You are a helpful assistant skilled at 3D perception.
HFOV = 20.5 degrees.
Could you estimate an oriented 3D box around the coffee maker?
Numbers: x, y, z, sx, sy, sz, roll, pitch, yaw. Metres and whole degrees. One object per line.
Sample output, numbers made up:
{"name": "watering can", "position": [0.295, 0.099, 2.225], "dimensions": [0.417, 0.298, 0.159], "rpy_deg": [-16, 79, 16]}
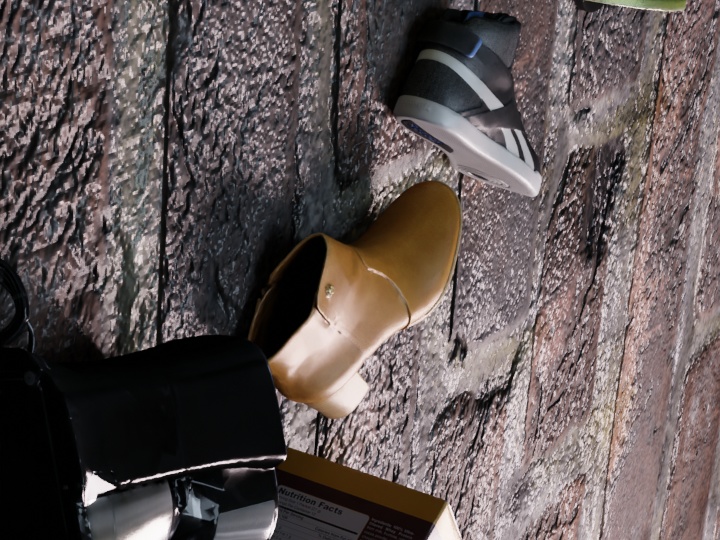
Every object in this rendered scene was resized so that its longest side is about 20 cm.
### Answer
{"name": "coffee maker", "position": [-0.135, 0.086, 1.098], "dimensions": [0.200, 0.134, 0.193], "rpy_deg": [-9, 111, -61]}

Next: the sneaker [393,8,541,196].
{"name": "sneaker", "position": [0.102, -0.132, 1.493], "dimensions": [0.200, 0.073, 0.112], "rpy_deg": [31, 78, -61]}

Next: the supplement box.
{"name": "supplement box", "position": [-0.019, 0.274, 1.415], "dimensions": [0.200, 0.132, 0.198], "rpy_deg": [-58, 149, -28]}

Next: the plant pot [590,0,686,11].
{"name": "plant pot", "position": [0.141, -0.287, 1.337], "dimensions": [0.200, 0.200, 0.185], "rpy_deg": [-15, 120, -59]}

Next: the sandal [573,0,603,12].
{"name": "sandal", "position": [0.213, -0.281, 1.617], "dimensions": [0.200, 0.045, 0.075], "rpy_deg": [97, 20, -52]}

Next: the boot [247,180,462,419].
{"name": "boot", "position": [-0.001, 0.000, 1.371], "dimensions": [0.202, 0.071, 0.144], "rpy_deg": [-61, 153, -14]}
